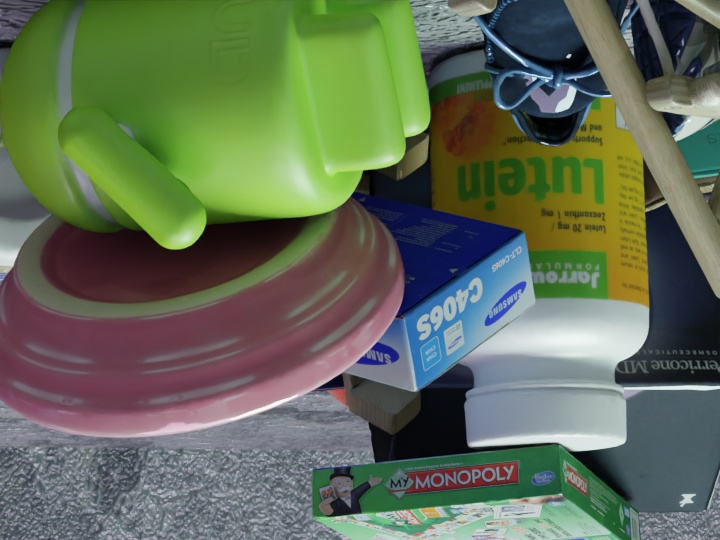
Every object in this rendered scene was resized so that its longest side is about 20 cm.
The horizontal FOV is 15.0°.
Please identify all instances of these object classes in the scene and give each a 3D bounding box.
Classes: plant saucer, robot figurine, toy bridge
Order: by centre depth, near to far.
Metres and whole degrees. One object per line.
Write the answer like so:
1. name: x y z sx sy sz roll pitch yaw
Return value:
1. robot figurine: -0.073 -0.078 1.228 0.200 0.116 0.175 -5 -159 19
2. plant saucer: -0.081 0.003 1.262 0.200 0.051 0.201 -9 -152 5
3. toy bridge: 0.000 0.000 1.426 0.067 0.200 0.027 28 -132 27

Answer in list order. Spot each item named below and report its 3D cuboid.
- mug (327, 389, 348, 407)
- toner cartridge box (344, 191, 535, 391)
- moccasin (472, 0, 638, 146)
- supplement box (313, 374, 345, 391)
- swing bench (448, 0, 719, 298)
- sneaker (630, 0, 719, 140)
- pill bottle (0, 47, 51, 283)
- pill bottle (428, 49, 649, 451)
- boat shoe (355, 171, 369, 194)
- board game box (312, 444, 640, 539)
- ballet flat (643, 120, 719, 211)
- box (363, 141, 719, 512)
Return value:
1. mug: 0.078 0.016 1.827 0.177 0.134 0.200 2 166 -25
2. toner cartridge box: -0.022 0.000 1.345 0.200 0.043 0.095 15 -143 40
3. moccasin: 0.095 -0.102 1.253 0.080 0.068 0.200 -3 170 10
4. supplement box: -0.097 0.001 1.552 0.109 0.109 0.200 -3 -171 -35
5. swing bench: 0.177 -0.106 1.007 0.199 0.130 0.200 -8 138 42
6. sneaker: 0.185 -0.105 1.239 0.085 0.077 0.200 -3 172 -16
7. pill bottle: -0.209 -0.043 1.442 0.111 0.111 0.200 3 170 -23
8. pill bottle: 0.093 -0.009 1.416 0.111 0.200 0.111 -2 171 0
9. boat shoe: -0.056 -0.029 1.646 0.071 0.065 0.200 1 -179 -23
10. board game box: 0.068 0.134 1.492 0.134 0.029 0.200 -6 163 16
11. ballet flat: 0.166 -0.066 1.511 0.200 0.071 0.065 -4 -174 36
12. box: 0.103 0.031 1.599 0.200 0.198 0.123 0 137 -10
